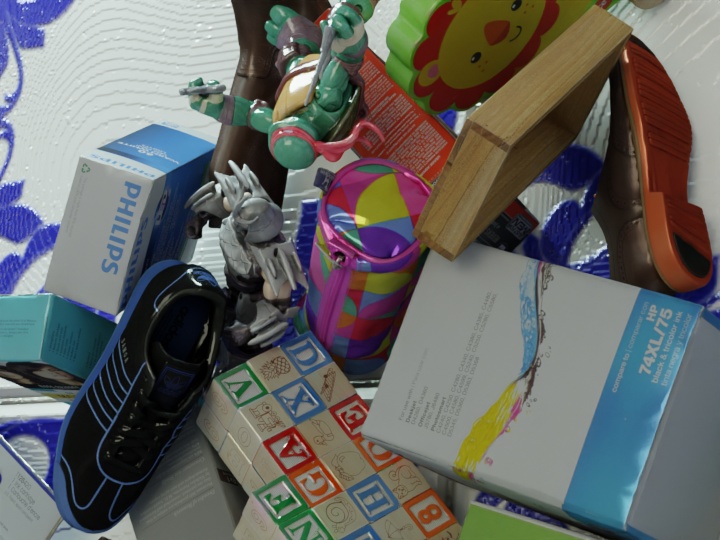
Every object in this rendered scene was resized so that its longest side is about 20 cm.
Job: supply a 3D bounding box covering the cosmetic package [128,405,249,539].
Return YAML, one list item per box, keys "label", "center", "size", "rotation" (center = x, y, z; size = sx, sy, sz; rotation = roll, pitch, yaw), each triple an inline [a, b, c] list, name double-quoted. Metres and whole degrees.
- label: "cosmetic package"
  center: [-0.090, 0.206, 1.446]
  size: [0.090, 0.107, 0.201]
  rotation: [-35, 60, 17]

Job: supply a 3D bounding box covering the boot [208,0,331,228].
- label: "boot"
  center: [-0.085, -0.137, 1.522]
  size: [0.064, 0.186, 0.201]
  rotation: [9, 75, 27]

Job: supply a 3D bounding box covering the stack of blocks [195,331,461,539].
- label: "stack of blocks"
  center: [-0.027, 0.151, 1.392]
  size: [0.200, 0.115, 0.059]
  rotation: [52, 145, 19]

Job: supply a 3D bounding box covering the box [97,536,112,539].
- label: "box"
  center: [-0.217, 0.285, 1.496]
  size: [0.200, 0.100, 0.075]
  rotation: [-40, 57, 11]

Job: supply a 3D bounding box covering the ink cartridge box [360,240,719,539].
- label: "ink cartridge box"
  center: [0.134, 0.084, 1.332]
  size: [0.199, 0.147, 0.147]
  rotation: [16, 82, 33]

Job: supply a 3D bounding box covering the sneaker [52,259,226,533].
- label: "sneaker"
  center: [-0.149, 0.089, 1.399]
  size: [0.078, 0.070, 0.201]
  rotation: [21, 90, 65]

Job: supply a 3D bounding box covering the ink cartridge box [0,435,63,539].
- label: "ink cartridge box"
  center: [-0.327, 0.215, 1.620]
  size: [0.198, 0.047, 0.200]
  rotation: [39, 93, 36]

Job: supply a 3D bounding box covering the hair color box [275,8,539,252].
- label: "hair color box"
  center: [0.033, -0.092, 1.483]
  size: [0.061, 0.101, 0.200]
  rotation: [-44, 58, 6]

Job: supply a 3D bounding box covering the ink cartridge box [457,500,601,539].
- label: "ink cartridge box"
  center: [0.117, 0.193, 1.270]
  size: [0.147, 0.200, 0.076]
  rotation: [14, 80, 33]

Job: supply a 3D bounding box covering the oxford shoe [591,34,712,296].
- label: "oxford shoe"
  center: [0.183, -0.070, 1.408]
  size: [0.072, 0.071, 0.201]
  rotation: [-26, 54, 35]

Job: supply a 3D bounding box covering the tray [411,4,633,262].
- label: "tray"
  center: [0.107, -0.093, 1.346]
  size: [0.037, 0.200, 0.099]
  rotation: [34, 129, 11]

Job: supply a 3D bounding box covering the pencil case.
- label: "pencil case"
  center: [0.000, 0.000, 1.409]
  size: [0.088, 0.200, 0.089]
  rotation: [2, 64, -4]

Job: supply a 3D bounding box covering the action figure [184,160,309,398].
- label: "action figure"
  center: [-0.082, 0.010, 1.456]
  size: [0.069, 0.200, 0.131]
  rotation: [-8, 57, -11]

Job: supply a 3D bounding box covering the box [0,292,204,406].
- label: "box"
  center: [-0.198, 0.068, 1.501]
  size: [0.082, 0.200, 0.049]
  rotation: [-1, 73, 31]

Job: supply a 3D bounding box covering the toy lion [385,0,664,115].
- label: "toy lion"
  center: [0.110, -0.185, 1.416]
  size: [0.200, 0.192, 0.069]
  rotation: [-48, 58, 6]

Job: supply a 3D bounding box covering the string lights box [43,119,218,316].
- label: "string lights box"
  center: [-0.160, -0.042, 1.506]
  size: [0.059, 0.200, 0.103]
  rotation: [19, 104, 7]

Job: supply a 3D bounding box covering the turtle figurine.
- label: "turtle figurine"
  center: [-0.042, -0.127, 1.380]
  size: [0.149, 0.101, 0.200]
  rotation: [-21, 29, 25]
